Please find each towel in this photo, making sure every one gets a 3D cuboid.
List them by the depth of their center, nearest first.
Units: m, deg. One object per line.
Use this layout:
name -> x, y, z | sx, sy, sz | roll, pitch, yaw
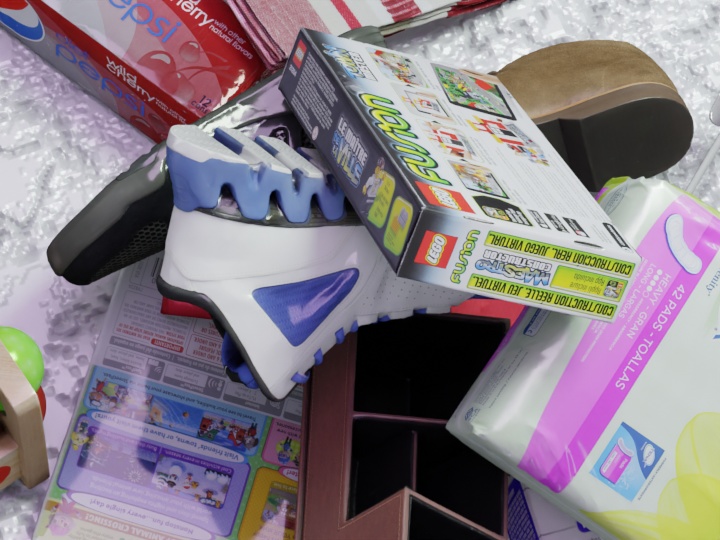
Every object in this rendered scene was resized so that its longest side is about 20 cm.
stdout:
towel -> -0.009, -0.184, 1.512 | 0.200, 0.023, 0.144 | -21, 69, -39

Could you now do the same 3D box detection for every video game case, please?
video game case -> -0.046, 0.089, 1.441 | 0.200, 0.022, 0.182 | 16, 68, 1

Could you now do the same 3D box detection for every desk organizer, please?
desk organizer -> 0.021, 0.104, 1.348 | 0.072, 0.077, 0.200 | 29, 45, -30

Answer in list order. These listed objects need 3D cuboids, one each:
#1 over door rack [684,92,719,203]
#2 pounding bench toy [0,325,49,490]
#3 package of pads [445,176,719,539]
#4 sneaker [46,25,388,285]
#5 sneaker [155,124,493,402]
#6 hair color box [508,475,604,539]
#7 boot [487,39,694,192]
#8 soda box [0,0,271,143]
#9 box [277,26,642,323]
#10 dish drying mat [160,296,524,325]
over door rack -> 0.216, 0.002, 1.431 | 0.148, 0.067, 0.200 | 36, 54, -7
pounding bench toy -> -0.233, 0.051, 1.344 | 0.156, 0.200, 0.124 | -31, 74, -14
package of pads -> 0.164, 0.065, 1.329 | 0.200, 0.068, 0.155 | 36, 81, -11
sneaker -> -0.051, -0.027, 1.410 | 0.199, 0.076, 0.114 | -30, 89, -8
sneaker -> -0.014, 0.005, 1.347 | 0.199, 0.081, 0.115 | 11, 106, -24
hair color box -> 0.143, 0.158, 1.407 | 0.109, 0.065, 0.200 | -13, 72, -12
boot -> 0.069, -0.072, 1.502 | 0.200, 0.074, 0.076 | -12, 40, -4
soda box -> -0.138, -0.140, 1.496 | 0.200, 0.070, 0.063 | 36, 68, 9
box -> 0.041, -0.047, 1.302 | 0.110, 0.035, 0.200 | 12, 23, -23
dish drying mat -> 0.000, 0.000, 1.461 | 0.200, 0.018, 0.077 | 7, 60, -6
